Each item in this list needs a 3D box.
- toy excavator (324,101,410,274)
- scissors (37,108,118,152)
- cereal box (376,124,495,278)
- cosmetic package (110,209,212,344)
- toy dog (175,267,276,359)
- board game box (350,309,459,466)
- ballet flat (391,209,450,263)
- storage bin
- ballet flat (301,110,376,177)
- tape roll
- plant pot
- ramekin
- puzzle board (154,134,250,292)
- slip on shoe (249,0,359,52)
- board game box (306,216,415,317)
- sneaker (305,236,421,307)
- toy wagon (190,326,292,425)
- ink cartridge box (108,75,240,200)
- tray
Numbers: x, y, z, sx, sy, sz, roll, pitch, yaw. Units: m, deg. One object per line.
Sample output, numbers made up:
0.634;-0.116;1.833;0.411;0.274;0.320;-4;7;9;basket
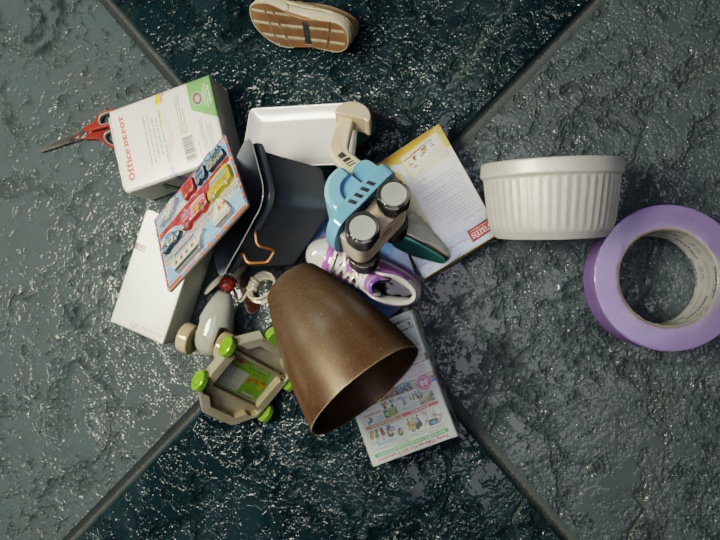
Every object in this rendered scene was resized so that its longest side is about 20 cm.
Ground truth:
-0.007;-0.131;0.829;0.199;0.100;0.195;40;74;16;toy excavator
-0.521;-0.261;1.084;0.194;0.014;0.075;-1;89;12;scissors
0.116;-0.109;0.931;0.142;0.039;0.204;-29;83;11;cereal box
-0.336;0.011;0.995;0.110;0.081;0.205;17;89;10;cosmetic package
-0.226;0.068;0.980;0.131;0.097;0.201;36;79;14;toy dog
0.055;0.183;0.916;0.144;0.064;0.205;-21;82;10;board game box
0.051;-0.070;0.892;0.195;0.069;0.071;17;90;8;ballet flat
-0.134;-0.080;0.891;0.201;0.132;0.148;-51;48;42;storage bin
-0.064;-0.206;0.966;0.199;0.068;0.073;-41;60;6;ballet flat
0.434;0.012;0.839;0.194;0.085;0.206;-1;87;10;tape roll
-0.046;0.093;0.835;0.186;0.187;0.201;-41;67;6;plant pot
0.271;-0.101;0.826;0.194;0.200;0.108;0;96;11;ramekin
-0.249;-0.088;0.875;0.199;0.017;0.153;-42;52;23;puzzle board
-0.095;-0.426;0.985;0.195;0.077;0.061;17;50;20;slip on shoe
0.002;-0.016;0.951;0.154;0.039;0.205;-21;91;9;board game box
0.000;-0.001;0.875;0.196;0.114;0.075;18;98;8;sneaker
-0.169;0.158;0.929;0.201;0.154;0.040;-50;39;3;toy wagon
-0.318;-0.225;1.003;0.195;0.084;0.149;-16;84;10;ink cartridge box
-0.095;-0.215;0.931;0.194;0.022;0.110;1;74;16;tray
